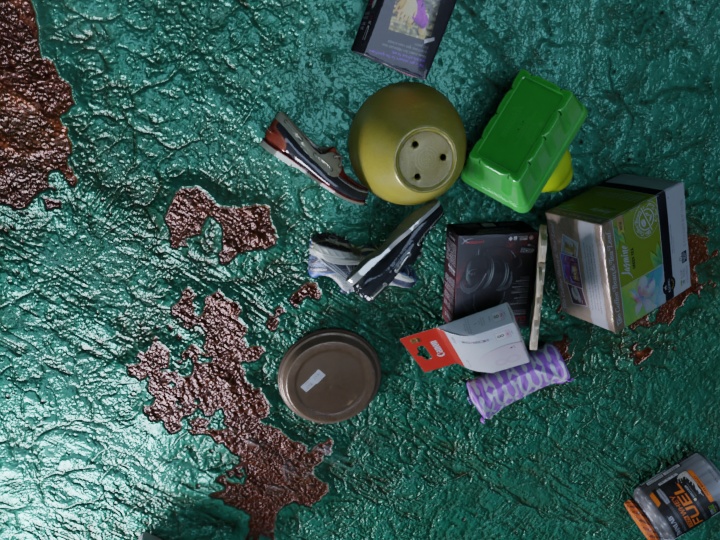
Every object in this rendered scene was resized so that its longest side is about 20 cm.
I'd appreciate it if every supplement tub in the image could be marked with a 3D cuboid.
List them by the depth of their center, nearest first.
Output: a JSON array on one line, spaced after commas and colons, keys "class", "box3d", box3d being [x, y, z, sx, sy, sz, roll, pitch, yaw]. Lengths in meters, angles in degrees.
[{"class": "supplement tub", "box3d": [0.681, 0.493, 1.370, 0.199, 0.123, 0.123, -34, 112, 4]}]

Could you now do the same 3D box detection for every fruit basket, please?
[{"class": "fruit basket", "box3d": [0.277, -0.200, 1.051, 0.155, 0.215, 0.217, 32, 106, 19]}]

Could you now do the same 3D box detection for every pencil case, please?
[{"class": "pencil case", "box3d": [0.300, 0.214, 1.222, 0.198, 0.084, 0.086, -27, 78, 3]}]

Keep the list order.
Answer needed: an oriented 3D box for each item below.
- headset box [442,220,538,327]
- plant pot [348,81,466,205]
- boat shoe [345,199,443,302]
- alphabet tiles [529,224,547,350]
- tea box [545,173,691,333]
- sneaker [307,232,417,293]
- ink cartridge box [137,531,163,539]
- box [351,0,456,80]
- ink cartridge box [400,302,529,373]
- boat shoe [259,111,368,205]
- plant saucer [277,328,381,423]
[{"class": "headset box", "box3d": [0.229, 0.019, 1.144, 0.147, 0.077, 0.203, -2, 109, -9]}, {"class": "plant pot", "box3d": [0.087, -0.187, 1.007, 0.197, 0.142, 0.203, -3, 112, -8]}, {"class": "boat shoe", "box3d": [0.065, -0.031, 1.027, 0.200, 0.076, 0.060, -42, 101, 15]}, {"class": "alphabet tiles", "box3d": [0.307, 0.029, 1.100, 0.014, 0.196, 0.203, 4, 112, 13]}, {"class": "tea box", "box3d": [0.447, -0.036, 1.101, 0.195, 0.133, 0.202, -26, 114, -19]}, {"class": "sneaker", "box3d": [0.000, 0.000, 1.110, 0.198, 0.077, 0.086, 17, 117, -7]}, {"class": "ink cartridge box", "box3d": [-0.390, 0.635, 1.268, 0.199, 0.088, 0.146, 35, 101, -21]}, {"class": "box", "box3d": [0.075, -0.399, 0.936, 0.105, 0.122, 0.202, 18, 107, -16]}, {"class": "ink cartridge box", "box3d": [0.191, 0.142, 1.138, 0.198, 0.058, 0.163, -23, 143, 11]}, {"class": "boat shoe", "box3d": [-0.065, -0.176, 1.029, 0.199, 0.071, 0.063, 32, 100, -14]}, {"class": "plant saucer", "box3d": [-0.056, 0.205, 1.193, 0.197, 0.030, 0.203, -3, 111, -7]}]
